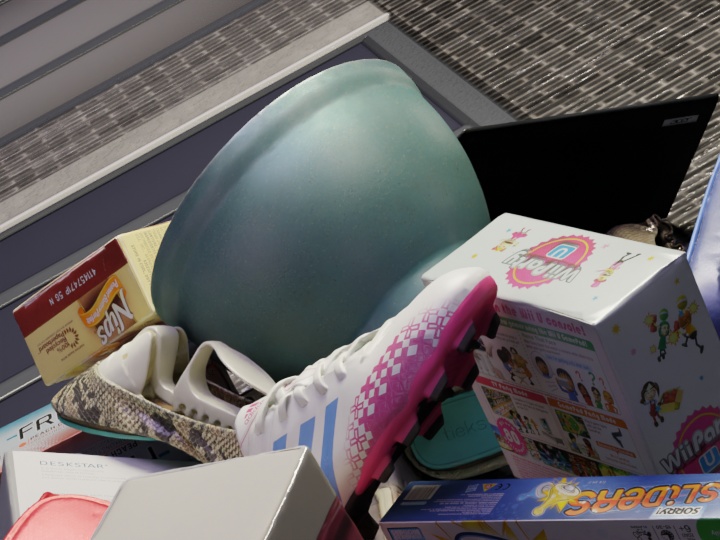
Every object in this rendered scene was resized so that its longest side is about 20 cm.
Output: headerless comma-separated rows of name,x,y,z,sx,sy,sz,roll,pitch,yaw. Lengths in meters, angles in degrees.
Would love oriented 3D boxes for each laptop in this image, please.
laptop,0.102,-0.072,1.660,0.176,0.104,0.200,-8,18,-20

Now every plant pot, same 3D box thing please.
plant pot,0.000,0.000,1.490,0.200,0.201,0.134,-37,65,-22

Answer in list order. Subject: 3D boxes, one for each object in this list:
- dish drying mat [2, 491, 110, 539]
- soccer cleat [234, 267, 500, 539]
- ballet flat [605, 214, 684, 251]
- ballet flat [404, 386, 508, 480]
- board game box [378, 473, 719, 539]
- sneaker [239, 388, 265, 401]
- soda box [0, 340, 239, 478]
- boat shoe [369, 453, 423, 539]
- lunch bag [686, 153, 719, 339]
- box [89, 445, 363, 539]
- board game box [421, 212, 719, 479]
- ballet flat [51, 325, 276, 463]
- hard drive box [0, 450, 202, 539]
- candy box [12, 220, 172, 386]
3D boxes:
dish drying mat,-0.078,0.151,1.302,0.199,0.018,0.077,14,28,11
soccer cleat,-0.011,0.069,1.239,0.201,0.086,0.070,-59,-14,22
ballet flat,0.188,0.007,1.527,0.046,0.067,0.200,-43,18,1
ballet flat,0.119,0.070,1.473,0.199,0.068,0.062,-12,-5,18
board game box,0.118,0.157,1.202,0.199,0.136,0.034,-6,30,40
sneaker,-0.029,0.052,1.643,0.115,0.076,0.201,-18,27,14
soda box,-0.171,0.116,1.674,0.199,0.064,0.068,-26,23,0
boat shoe,0.007,0.154,1.419,0.073,0.075,0.200,-36,15,7
lunch bag,0.239,0.016,1.365,0.132,0.136,0.200,-13,28,28
box,-0.042,0.199,1.190,0.108,0.201,0.128,-13,32,30
board game box,0.126,0.080,1.268,0.064,0.201,0.147,-36,25,-22
ballet flat,-0.091,0.071,1.457,0.199,0.076,0.068,19,25,37
hard drive box,-0.111,0.171,1.390,0.155,0.077,0.200,5,18,-11
candy box,-0.101,0.005,1.613,0.115,0.056,0.199,-32,-9,41
